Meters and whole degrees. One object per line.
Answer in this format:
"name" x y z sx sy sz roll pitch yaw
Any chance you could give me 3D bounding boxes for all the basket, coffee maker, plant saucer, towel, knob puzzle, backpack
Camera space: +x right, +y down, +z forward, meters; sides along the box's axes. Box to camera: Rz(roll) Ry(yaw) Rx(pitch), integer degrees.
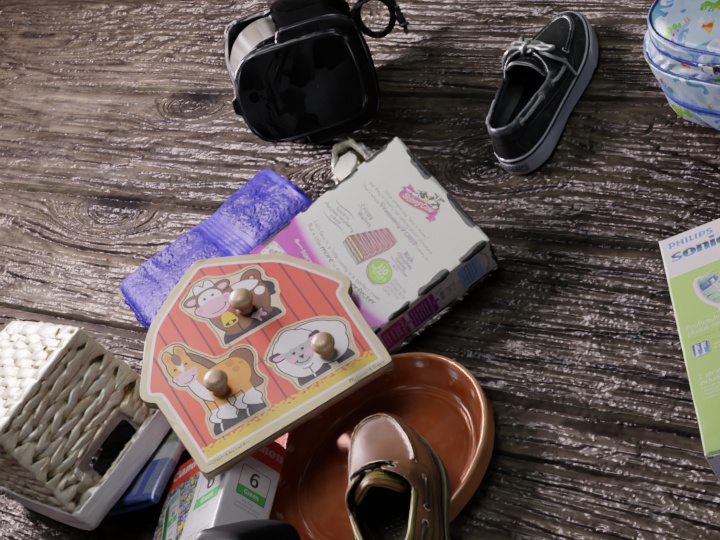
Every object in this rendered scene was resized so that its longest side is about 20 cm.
"basket" -0.273 0.129 1.426 0.136 0.123 0.200 -54 24 -19
"coffee maker" -0.041 -0.215 1.613 0.192 0.135 0.200 -40 18 5
"plant saucer" 0.017 0.153 1.294 0.200 0.032 0.201 -22 39 19
"towel" -0.175 0.133 1.439 0.147 0.024 0.200 -20 35 47
"knob puzzle" -0.096 0.051 1.332 0.219 0.031 0.220 -8 50 10
"backpack" 0.333 -0.185 1.343 0.163 0.154 0.200 -57 28 -16
"towel" -0.139 -0.018 1.560 0.200 0.050 0.148 -41 21 -8

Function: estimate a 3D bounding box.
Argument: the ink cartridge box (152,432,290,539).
"ink cartridge box" -0.115 0.181 1.320 0.109 0.050 0.200 -37 29 41

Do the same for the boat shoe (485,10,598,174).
"boat shoe" 0.163 -0.183 1.513 0.073 0.068 0.200 2 50 39

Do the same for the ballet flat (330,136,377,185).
"ballet flat" 0.003 -0.055 1.504 0.072 0.072 0.200 -28 38 9

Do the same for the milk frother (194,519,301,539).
"milk frother" -0.032 0.267 1.061 0.199 0.188 0.181 19 88 18

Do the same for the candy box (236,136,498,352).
"candy box" 0.000 0.000 1.406 0.200 0.061 0.136 -38 65 -3

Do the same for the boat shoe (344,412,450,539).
"boat shoe" 0.026 0.166 1.190 0.072 0.068 0.200 -31 37 9

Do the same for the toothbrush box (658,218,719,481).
"toothbrush box" 0.275 0.078 1.079 0.086 0.146 0.200 -21 40 19
